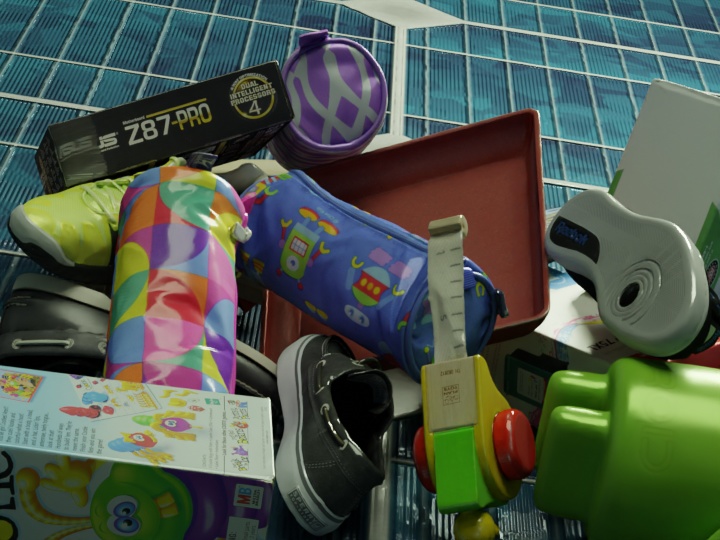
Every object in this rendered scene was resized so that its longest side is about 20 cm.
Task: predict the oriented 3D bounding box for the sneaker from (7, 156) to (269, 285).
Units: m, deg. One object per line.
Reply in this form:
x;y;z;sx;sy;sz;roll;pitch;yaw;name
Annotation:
-0.143;-0.040;1.665;0.199;0.077;0.075;-5;42;-46;sneaker

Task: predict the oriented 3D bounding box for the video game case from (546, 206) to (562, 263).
0.108;-0.022;1.868;0.180;0.026;0.200;-10;5;38;video game case

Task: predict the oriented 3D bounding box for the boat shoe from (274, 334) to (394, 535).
-0.010;0.084;1.538;0.070;0.066;0.200;51;16;-15;boat shoe

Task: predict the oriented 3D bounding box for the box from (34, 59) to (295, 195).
-0.138;-0.089;1.766;0.160;0.049;0.200;-19;0;-10;box

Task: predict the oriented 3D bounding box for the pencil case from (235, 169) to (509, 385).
0.000;0.000;1.626;0.078;0.087;0.200;1;20;-43;pencil case

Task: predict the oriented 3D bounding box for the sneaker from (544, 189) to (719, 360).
0.195;0.021;1.584;0.112;0.073;0.200;39;7;-25;sneaker

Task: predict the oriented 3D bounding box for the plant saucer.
0.033;-0.007;1.708;0.199;0.037;0.200;-14;43;14;plant saucer

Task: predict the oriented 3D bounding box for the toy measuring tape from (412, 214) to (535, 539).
0.066;0.071;1.526;0.073;0.201;0.074;-2;-21;-1;toy measuring tape

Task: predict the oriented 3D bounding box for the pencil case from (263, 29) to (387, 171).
-0.027;-0.117;1.833;0.083;0.086;0.200;-10;-1;-8;pencil case

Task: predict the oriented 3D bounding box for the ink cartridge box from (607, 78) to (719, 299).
0.247;-0.032;1.798;0.084;0.146;0.200;21;-1;30;ink cartridge box

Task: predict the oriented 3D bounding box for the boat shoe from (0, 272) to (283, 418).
-0.138;0.064;1.620;0.199;0.073;0.063;19;64;10;boat shoe

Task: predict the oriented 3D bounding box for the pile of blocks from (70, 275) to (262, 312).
-0.139;-0.003;1.754;0.199;0.062;0.082;3;37;-37;pile of blocks

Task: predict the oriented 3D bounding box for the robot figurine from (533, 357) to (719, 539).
0.203;0.116;1.513;0.198;0.116;0.176;9;25;-2;robot figurine

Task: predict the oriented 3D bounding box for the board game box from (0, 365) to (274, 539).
-0.151;0.122;1.355;0.198;0.104;0.105;8;20;-6;board game box

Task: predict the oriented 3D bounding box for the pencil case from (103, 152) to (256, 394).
-0.110;0.027;1.548;0.088;0.089;0.201;7;52;-5;pencil case

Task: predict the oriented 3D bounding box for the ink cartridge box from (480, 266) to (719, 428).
0.161;0.067;1.698;0.199;0.068;0.116;23;24;34;ink cartridge box

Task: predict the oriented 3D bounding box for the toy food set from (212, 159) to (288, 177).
-0.081;-0.044;1.929;0.199;0.061;0.143;0;10;-27;toy food set
